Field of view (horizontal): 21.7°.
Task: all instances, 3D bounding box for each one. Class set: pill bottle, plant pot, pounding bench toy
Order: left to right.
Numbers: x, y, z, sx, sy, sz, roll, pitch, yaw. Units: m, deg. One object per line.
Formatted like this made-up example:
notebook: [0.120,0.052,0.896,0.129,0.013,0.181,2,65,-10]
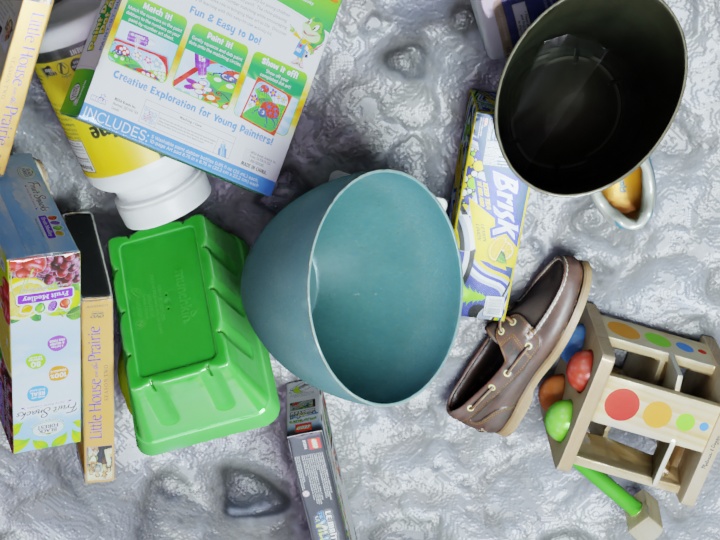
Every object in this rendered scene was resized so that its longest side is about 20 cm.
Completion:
pill bottle: [-0.208,-0.142,1.648,0.112,0.112,0.200,-21,113,6]
plant pot: [-0.025,0.014,1.626,0.135,0.200,0.200,0,121,41]
pill bottle: [0.191,-0.260,1.616,0.200,0.111,0.111,-16,113,4]
pounding bench toy: [0.243,0.155,1.788,0.156,0.124,0.200,15,112,-9]

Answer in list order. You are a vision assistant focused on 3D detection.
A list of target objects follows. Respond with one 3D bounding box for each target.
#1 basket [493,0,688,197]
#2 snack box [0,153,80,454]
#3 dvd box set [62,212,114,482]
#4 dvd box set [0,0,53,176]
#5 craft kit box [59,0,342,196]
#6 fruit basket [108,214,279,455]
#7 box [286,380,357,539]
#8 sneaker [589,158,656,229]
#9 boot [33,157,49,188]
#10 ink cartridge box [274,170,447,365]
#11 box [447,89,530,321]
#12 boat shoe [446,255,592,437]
basket: [0.175,-0.136,1.552,0.136,0.200,0.180,34,86,0]
snack box: [-0.291,0.027,1.617,0.068,0.169,0.200,-8,126,-21]
dvd box set: [-0.246,0.069,1.697,0.029,0.146,0.200,-4,124,-13]
dvd box set: [-0.309,-0.201,1.603,0.029,0.146,0.200,7,114,-30]
craft kit box: [-0.131,-0.188,1.596,0.200,0.048,0.198,23,89,-33]
fruit basket: [-0.160,0.075,1.723,0.155,0.216,0.216,-15,113,4]
box: [-0.034,0.217,1.811,0.035,0.110,0.200,-11,113,2]
sneaker: [0.220,-0.132,1.689,0.076,0.081,0.200,-23,110,9]
boot: [-0.364,-0.027,1.687,0.200,0.075,0.107,-49,149,15]
ink cartridge box: [0.000,0.000,1.741,0.116,0.068,0.200,15,112,-7]
box: [0.116,-0.059,1.721,0.064,0.070,0.200,8,113,-5]
boat shoe: [0.149,0.069,1.776,0.070,0.070,0.200,21,111,-15]
